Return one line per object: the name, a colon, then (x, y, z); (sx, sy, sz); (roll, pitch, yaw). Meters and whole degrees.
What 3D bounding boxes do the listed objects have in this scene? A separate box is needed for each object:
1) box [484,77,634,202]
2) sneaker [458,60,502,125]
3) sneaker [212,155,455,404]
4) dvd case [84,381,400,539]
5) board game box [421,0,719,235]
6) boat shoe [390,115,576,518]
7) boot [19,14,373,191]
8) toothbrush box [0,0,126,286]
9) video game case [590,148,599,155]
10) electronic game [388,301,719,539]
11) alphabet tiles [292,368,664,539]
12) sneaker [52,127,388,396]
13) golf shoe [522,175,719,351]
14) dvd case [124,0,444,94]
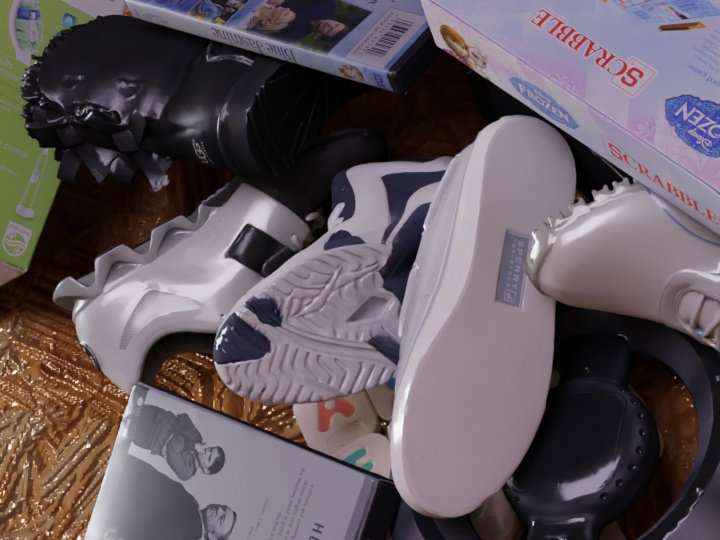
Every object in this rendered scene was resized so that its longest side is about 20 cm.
box: (0.177, -0.118, 1.397); (0.200, 0.079, 0.141); (-37, 54, -8)
sneaker: (0.074, -0.129, 1.504); (0.073, 0.082, 0.200); (-37, 50, 4)
sneaker: (0.000, 0.000, 1.452); (0.199, 0.080, 0.130); (-38, 14, -13)
dvd case: (-0.072, 0.151, 1.422); (0.200, 0.025, 0.150); (18, 89, 47)
board game box: (0.167, -0.134, 1.317); (0.200, 0.041, 0.200); (-44, 57, -14)
boat shoe: (0.049, 0.023, 1.353); (0.069, 0.072, 0.200); (157, 124, -64)
boot: (-0.078, -0.117, 1.543); (0.162, 0.073, 0.198); (7, 42, 35)
toothbrush box: (-0.221, -0.088, 1.632); (0.146, 0.086, 0.200); (-21, 45, 60)
video game case: (0.165, -0.155, 1.368); (0.143, 0.018, 0.200); (-13, 56, 9)
electronic game: (0.104, 0.089, 1.342); (0.200, 0.042, 0.200); (-17, 49, 20)
alphabet tiles: (0.047, 0.103, 1.400); (0.200, 0.015, 0.196); (-31, 50, 6)
sneaker: (-0.059, 0.000, 1.528); (0.200, 0.074, 0.089); (-33, 72, 3)
golf shoe: (0.177, 0.009, 1.301); (0.200, 0.078, 0.097); (-2, 50, -4)
dvd case: (-0.011, -0.164, 1.490); (0.200, 0.018, 0.143); (19, 56, 39)
